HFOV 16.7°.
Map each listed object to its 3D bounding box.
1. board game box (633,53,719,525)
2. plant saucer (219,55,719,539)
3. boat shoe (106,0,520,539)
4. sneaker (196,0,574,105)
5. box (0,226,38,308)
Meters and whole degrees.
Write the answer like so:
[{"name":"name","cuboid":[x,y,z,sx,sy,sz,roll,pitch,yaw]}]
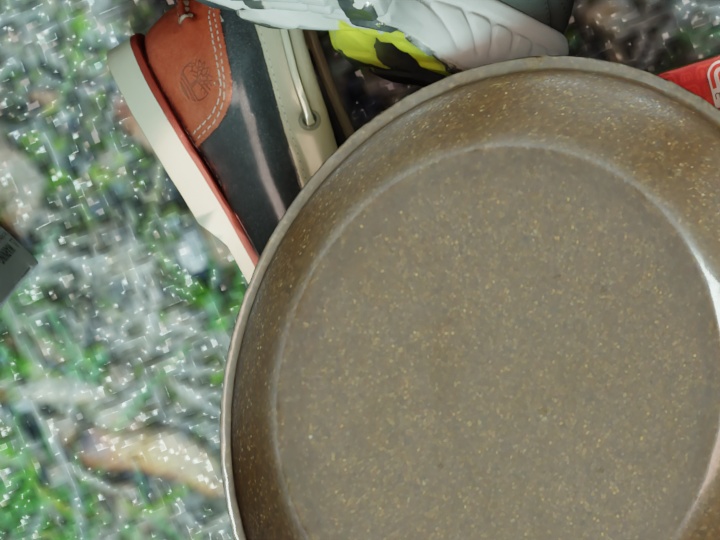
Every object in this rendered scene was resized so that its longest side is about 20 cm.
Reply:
[{"name":"board game box","cuboid":[0.108,0.038,0.766,0.095,0.030,0.201,-16,97,6]},{"name":"plant saucer","cuboid":[0.048,0.039,0.709,0.199,0.037,0.202,-2,96,-22]},{"name":"boat shoe","cuboid":[0.000,0.000,0.746,0.062,0.071,0.201,-32,93,6]},{"name":"sneaker","cuboid":[0.000,-0.107,0.680,0.074,0.200,0.085,9,83,32]},{"name":"box","cuboid":[-0.206,0.049,0.742,0.101,0.113,0.200,40,101,-6]}]
